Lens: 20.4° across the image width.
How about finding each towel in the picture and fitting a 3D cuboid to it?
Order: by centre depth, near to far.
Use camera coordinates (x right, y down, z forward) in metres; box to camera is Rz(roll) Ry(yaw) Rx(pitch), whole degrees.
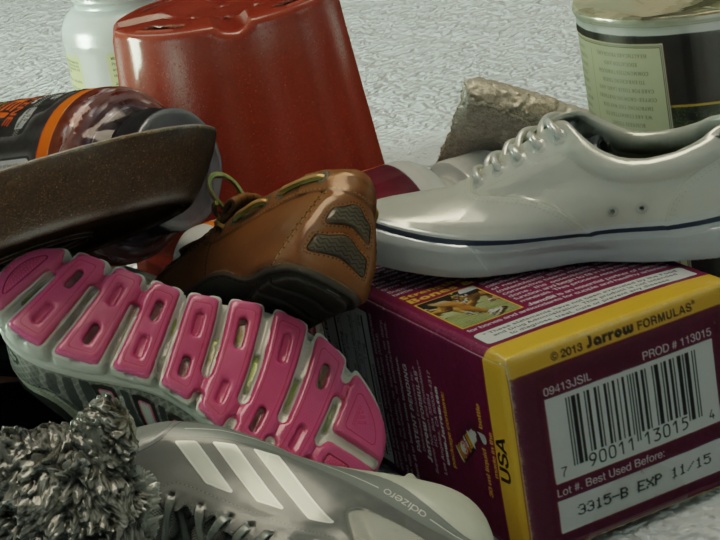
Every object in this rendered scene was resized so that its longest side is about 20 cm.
[{"bbox_3d":[0.115,-0.067,1.241,0.131,0.035,0.200,16,-10,1],"label":"towel"}]

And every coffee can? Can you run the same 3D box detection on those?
[{"bbox_3d":[0.198,-0.057,1.072,0.145,0.202,0.147,-10,18,3],"label":"coffee can"}]

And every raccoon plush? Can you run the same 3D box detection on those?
[{"bbox_3d":[-0.091,0.132,0.777,0.096,0.135,0.200,-19,20,-25],"label":"raccoon plush"}]

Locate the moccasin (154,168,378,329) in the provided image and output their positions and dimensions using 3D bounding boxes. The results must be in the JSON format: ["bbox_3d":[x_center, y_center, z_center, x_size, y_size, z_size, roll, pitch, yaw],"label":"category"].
[{"bbox_3d":[-0.051,-0.007,1.001,0.073,0.078,0.201,25,-22,-15],"label":"moccasin"}]

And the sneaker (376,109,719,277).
[{"bbox_3d":[0.092,-0.042,0.966,0.198,0.071,0.073,-5,18,12],"label":"sneaker"}]

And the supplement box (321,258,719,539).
[{"bbox_3d":[0.079,0.048,0.984,0.130,0.104,0.200,-18,20,-22],"label":"supplement box"}]

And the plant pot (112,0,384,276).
[{"bbox_3d":[-0.071,-0.080,1.305,0.199,0.197,0.201,-10,19,3],"label":"plant pot"}]

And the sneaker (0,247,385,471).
[{"bbox_3d":[-0.084,0.057,0.959,0.198,0.088,0.074,21,60,-1],"label":"sneaker"}]

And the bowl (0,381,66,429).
[{"bbox_3d":[-0.164,0.111,0.979,0.199,0.040,0.201,-1,24,0],"label":"bowl"}]

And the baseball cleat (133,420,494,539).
[{"bbox_3d":[-0.040,0.115,0.857,0.198,0.070,0.107,4,20,4],"label":"baseball cleat"}]

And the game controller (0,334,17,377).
[{"bbox_3d":[-0.166,0.036,1.061,0.199,0.043,0.104,6,-7,-43],"label":"game controller"}]

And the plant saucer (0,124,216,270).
[{"bbox_3d":[-0.160,-0.024,0.981,0.199,0.035,0.200,-20,-3,-1],"label":"plant saucer"}]

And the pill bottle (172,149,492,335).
[{"bbox_3d":[0.000,0.000,1.164,0.199,0.110,0.109,-19,20,-24],"label":"pill bottle"}]

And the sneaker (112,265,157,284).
[{"bbox_3d":[-0.181,0.031,1.254,0.088,0.076,0.199,-33,27,-24],"label":"sneaker"}]

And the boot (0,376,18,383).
[{"bbox_3d":[-0.267,0.044,1.097,0.074,0.098,0.199,5,23,40],"label":"boot"}]

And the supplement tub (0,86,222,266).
[{"bbox_3d":[-0.173,-0.054,1.202,0.199,0.108,0.107,-3,19,43],"label":"supplement tub"}]

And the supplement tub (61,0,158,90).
[{"bbox_3d":[-0.147,-0.143,1.529,0.144,0.202,0.145,-9,18,3],"label":"supplement tub"}]
